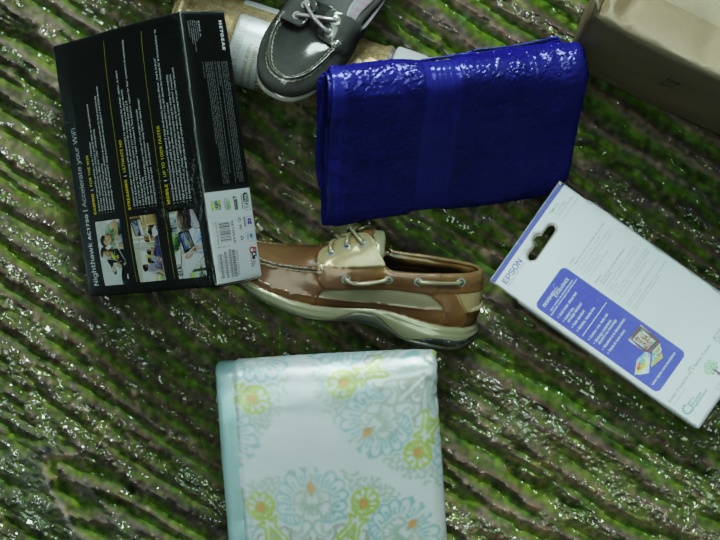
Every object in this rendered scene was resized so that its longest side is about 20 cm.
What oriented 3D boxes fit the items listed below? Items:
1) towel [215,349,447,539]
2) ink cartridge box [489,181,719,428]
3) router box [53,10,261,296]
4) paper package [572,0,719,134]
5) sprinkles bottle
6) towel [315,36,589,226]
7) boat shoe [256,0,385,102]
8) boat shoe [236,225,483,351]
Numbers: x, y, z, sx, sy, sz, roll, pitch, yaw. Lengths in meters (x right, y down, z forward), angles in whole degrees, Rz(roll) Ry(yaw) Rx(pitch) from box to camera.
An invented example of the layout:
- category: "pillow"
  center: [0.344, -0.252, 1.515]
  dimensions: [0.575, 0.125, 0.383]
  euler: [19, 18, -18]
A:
- category: "towel"
  center: [-0.021, 0.162, 1.179]
  dimensions: [0.171, 0.048, 0.200]
  euler: [-4, 99, 0]
- category: "ink cartridge box"
  center: [0.207, 0.026, 1.193]
  dimensions: [0.200, 0.039, 0.099]
  euler: [36, 90, 0]
- category: "router box"
  center: [-0.154, -0.084, 1.152]
  dimensions: [0.149, 0.051, 0.200]
  euler: [-5, 94, 41]
- category: "paper package"
  center: [0.260, -0.173, 1.115]
  dimensions: [0.191, 0.200, 0.104]
  euler: [26, 89, 2]
- category: "sprinkles bottle"
  center: [-0.049, -0.163, 1.189]
  dimensions: [0.200, 0.068, 0.068]
  euler: [18, 89, 2]
- category: "towel"
  center: [0.064, -0.107, 1.146]
  dimensions: [0.200, 0.148, 0.050]
  euler: [-7, 48, -11]
- category: "boat shoe"
  center: [-0.015, -0.207, 1.147]
  dimensions: [0.067, 0.057, 0.200]
  euler: [30, 56, 11]
- category: "boat shoe"
  center: [0.000, 0.000, 1.175]
  dimensions: [0.200, 0.076, 0.074]
  euler: [14, 110, -7]
